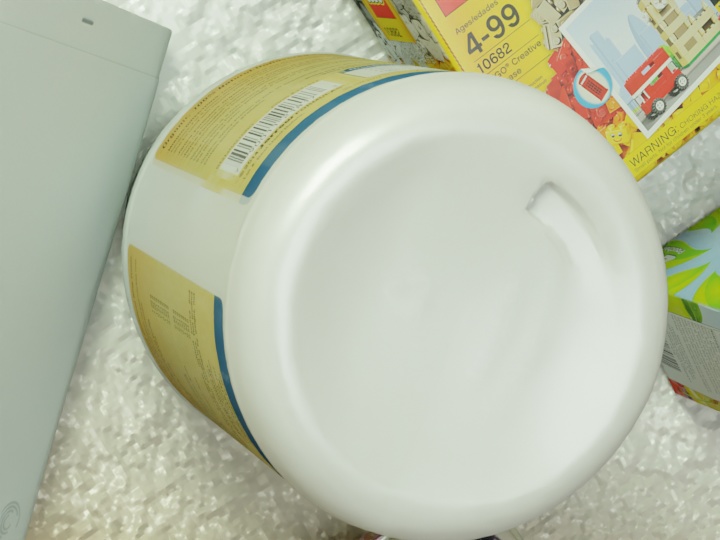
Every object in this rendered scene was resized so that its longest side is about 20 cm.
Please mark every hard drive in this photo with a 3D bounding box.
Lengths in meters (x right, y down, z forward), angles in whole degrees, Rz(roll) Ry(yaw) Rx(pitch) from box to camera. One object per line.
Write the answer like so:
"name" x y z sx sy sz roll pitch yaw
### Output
"hard drive" -0.129 0.000 0.694 0.026 0.132 0.201 17 92 21

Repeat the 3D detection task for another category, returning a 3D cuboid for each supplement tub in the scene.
"supplement tub" 0.000 0.000 0.693 0.144 0.200 0.146 -3 100 -19

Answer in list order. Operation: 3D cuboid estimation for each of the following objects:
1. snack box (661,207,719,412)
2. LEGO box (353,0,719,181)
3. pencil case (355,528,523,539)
"snack box" 0.220 -0.001 0.775 0.168 0.200 0.068 -33 108 -12
"LEGO box" 0.100 -0.133 0.776 0.200 0.077 0.149 -39 109 -11
"pencil case" -0.022 0.153 0.773 0.199 0.078 0.090 -29 126 -14
